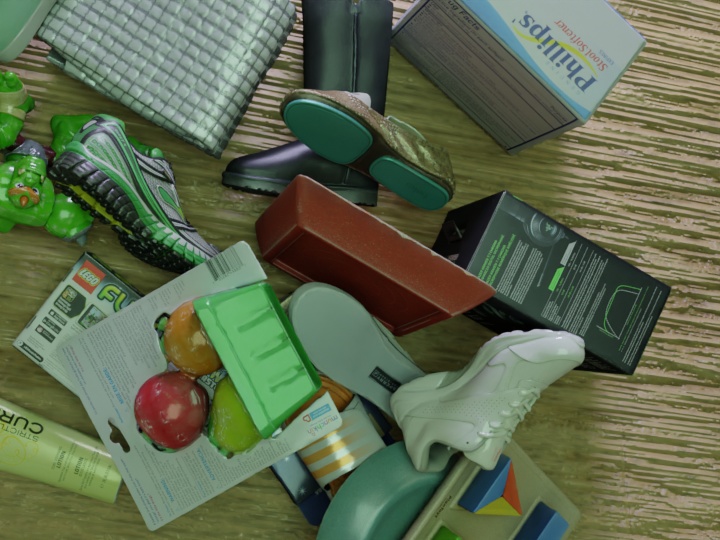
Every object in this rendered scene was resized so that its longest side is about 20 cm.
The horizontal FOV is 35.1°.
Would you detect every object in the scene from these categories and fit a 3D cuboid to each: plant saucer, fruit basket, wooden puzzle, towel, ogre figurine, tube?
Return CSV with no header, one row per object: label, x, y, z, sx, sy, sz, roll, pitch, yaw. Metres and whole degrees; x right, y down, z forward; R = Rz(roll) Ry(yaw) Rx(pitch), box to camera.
plant saucer,0.045,0.261,1.074,0.198,0.036,0.203,-10,108,-35
fruit basket,-0.142,0.102,1.006,0.199,0.094,0.187,-30,88,9
wooden puzzle,0.127,0.266,1.085,0.186,0.046,0.200,-52,127,-14
plant saucer,0.000,0.000,1.039,0.199,0.199,0.037,30,73,-10
towel,-0.179,-0.222,1.066,0.199,0.086,0.167,30,88,1
ogre figurine,-0.299,-0.098,1.035,0.199,0.097,0.121,29,65,-43
tube,-0.310,0.158,1.039,0.198,0.052,0.058,22,42,-6

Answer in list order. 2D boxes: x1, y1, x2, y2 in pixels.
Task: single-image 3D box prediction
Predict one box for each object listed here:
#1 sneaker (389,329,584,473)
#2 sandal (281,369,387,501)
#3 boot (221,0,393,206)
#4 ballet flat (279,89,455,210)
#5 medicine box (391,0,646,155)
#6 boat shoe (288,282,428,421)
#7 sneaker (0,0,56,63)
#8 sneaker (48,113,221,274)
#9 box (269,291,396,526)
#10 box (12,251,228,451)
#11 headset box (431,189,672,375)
sneaker,0.121,0.123,1.011,0.078,0.199,0.100,21,46,-46
sandal,-0.004,0.186,1.070,0.079,0.059,0.208,-31,98,-14
boot,-0.049,-0.170,1.105,0.163,0.065,0.203,5,91,-25
ballet flat,0.009,-0.126,1.075,0.199,0.070,0.066,32,48,-29
medicine box,0.141,-0.220,1.087,0.182,0.200,0.103,41,79,-8
boat shoe,0.001,0.076,1.086,0.200,0.070,0.071,39,92,-26
sneaker,-0.306,-0.296,0.997,0.118,0.073,0.202,33,86,-47
sneaker,-0.185,-0.062,1.035,0.200,0.077,0.086,49,59,-41
box,-0.054,0.136,1.107,0.121,0.032,0.201,-37,96,-13
box,-0.208,0.087,1.053,0.199,0.035,0.110,39,87,-1
headset box,0.162,0.013,1.092,0.199,0.174,0.093,28,82,-9
